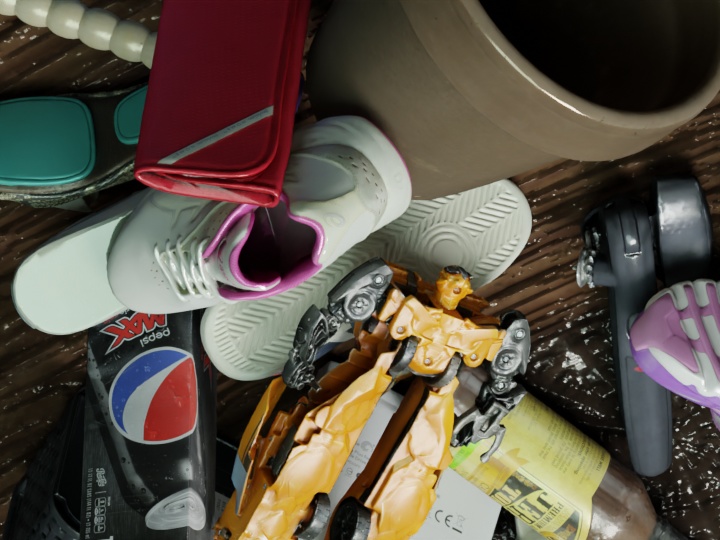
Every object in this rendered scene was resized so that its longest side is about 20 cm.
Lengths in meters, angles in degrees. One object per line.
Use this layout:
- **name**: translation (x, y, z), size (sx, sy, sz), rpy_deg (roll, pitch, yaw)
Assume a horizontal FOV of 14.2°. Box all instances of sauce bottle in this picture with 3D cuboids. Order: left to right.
- **sauce bottle**: translation (0.122, 0.127, 1.686), size (0.200, 0.065, 0.065), rpy_deg (36, 121, -6)

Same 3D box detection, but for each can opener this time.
- **can opener**: translation (0.161, 0.037, 1.641), size (0.078, 0.064, 0.201), rpy_deg (0, 125, 6)

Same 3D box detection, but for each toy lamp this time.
- **toy lamp**: translation (-0.126, -0.122, 1.527), size (0.199, 0.058, 0.058), rpy_deg (21, 126, 11)

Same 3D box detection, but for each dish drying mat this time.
- **dish drying mat**: translation (-0.067, -0.110, 1.472), size (0.076, 0.201, 0.018), rpy_deg (6, 135, 0)

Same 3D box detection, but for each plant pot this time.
- **plant pot**: translation (0.064, -0.125, 1.481), size (0.200, 0.201, 0.174), rpy_deg (35, 139, -19)

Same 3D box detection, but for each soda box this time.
- **soda box**: translation (-0.117, 0.089, 1.610), size (0.063, 0.201, 0.071), rpy_deg (-6, 149, 8)

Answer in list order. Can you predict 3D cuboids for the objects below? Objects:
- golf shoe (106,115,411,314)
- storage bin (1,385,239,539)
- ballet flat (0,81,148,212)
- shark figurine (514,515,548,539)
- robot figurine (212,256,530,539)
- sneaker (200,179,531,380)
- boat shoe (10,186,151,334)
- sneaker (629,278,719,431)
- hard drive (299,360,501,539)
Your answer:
- **golf shoe**: translation (-0.068, -0.017, 1.477), size (0.199, 0.092, 0.076), rpy_deg (-25, 106, 38)
- **storage bin**: translation (-0.106, 0.172, 1.709), size (0.199, 0.136, 0.094), rpy_deg (27, 124, -14)
- **ballet flat**: translation (-0.134, -0.068, 1.597), size (0.199, 0.068, 0.075), rpy_deg (-14, 148, 12)
- **shark figurine**: translation (0.147, 0.186, 1.755), size (0.213, 0.129, 0.090), rpy_deg (4, 153, -20)
- **robot figurine**: translation (0.005, 0.080, 1.576), size (0.144, 0.058, 0.201), rpy_deg (21, 106, -28)
- **sneaker**: translation (0.000, 0.000, 1.631), size (0.199, 0.085, 0.075), rpy_deg (-22, 90, -6)
- **boat shoe**: translation (-0.098, -0.025, 1.590), size (0.200, 0.072, 0.070), rpy_deg (-22, 103, 2)
- **sneaker**: translation (0.223, 0.066, 1.628), size (0.199, 0.081, 0.088), rpy_deg (14, 145, -35)
- **hard drive**: translation (0.006, 0.168, 1.667), size (0.131, 0.201, 0.026), rpy_deg (28, 150, -15)
